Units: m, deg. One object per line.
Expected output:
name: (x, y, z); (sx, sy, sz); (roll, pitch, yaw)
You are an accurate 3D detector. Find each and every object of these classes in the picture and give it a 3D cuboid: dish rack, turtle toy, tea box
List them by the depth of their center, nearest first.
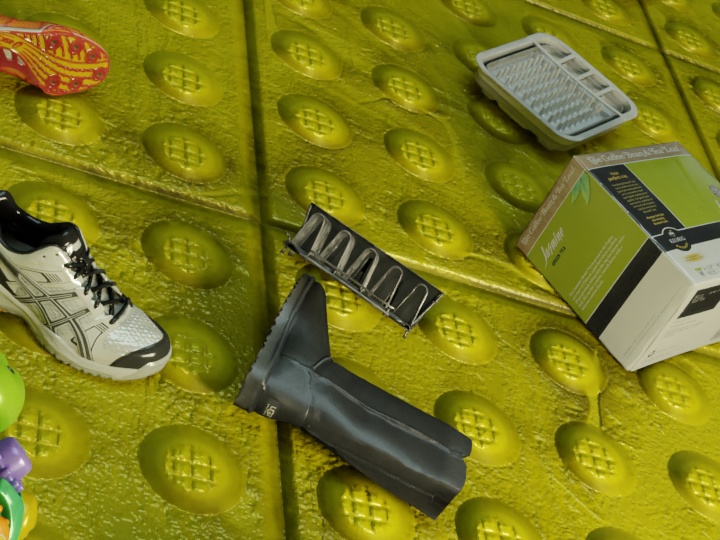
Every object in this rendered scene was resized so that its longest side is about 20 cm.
turtle toy: (-0.279, 0.136, 1.022); (0.145, 0.101, 0.201); (22, 36, -13)
dish rack: (0.000, 0.000, 1.369); (0.153, 0.055, 0.200); (33, 1, 2)
tea box: (0.313, -0.021, 1.631); (0.199, 0.134, 0.197); (-10, 52, -44)
dish rack: (0.236, -0.216, 1.894); (0.172, 0.044, 0.200); (44, 37, 17)

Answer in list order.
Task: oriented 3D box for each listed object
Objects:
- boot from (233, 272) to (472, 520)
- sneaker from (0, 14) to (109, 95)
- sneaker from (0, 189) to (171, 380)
boot: (0.007, 0.104, 1.305); (0.199, 0.066, 0.165); (27, 43, -1)
sneaker: (-0.332, -0.219, 1.452); (0.199, 0.073, 0.077); (10, 30, -32)
sneaker: (-0.234, 0.012, 1.223); (0.199, 0.088, 0.076); (30, 33, -4)
